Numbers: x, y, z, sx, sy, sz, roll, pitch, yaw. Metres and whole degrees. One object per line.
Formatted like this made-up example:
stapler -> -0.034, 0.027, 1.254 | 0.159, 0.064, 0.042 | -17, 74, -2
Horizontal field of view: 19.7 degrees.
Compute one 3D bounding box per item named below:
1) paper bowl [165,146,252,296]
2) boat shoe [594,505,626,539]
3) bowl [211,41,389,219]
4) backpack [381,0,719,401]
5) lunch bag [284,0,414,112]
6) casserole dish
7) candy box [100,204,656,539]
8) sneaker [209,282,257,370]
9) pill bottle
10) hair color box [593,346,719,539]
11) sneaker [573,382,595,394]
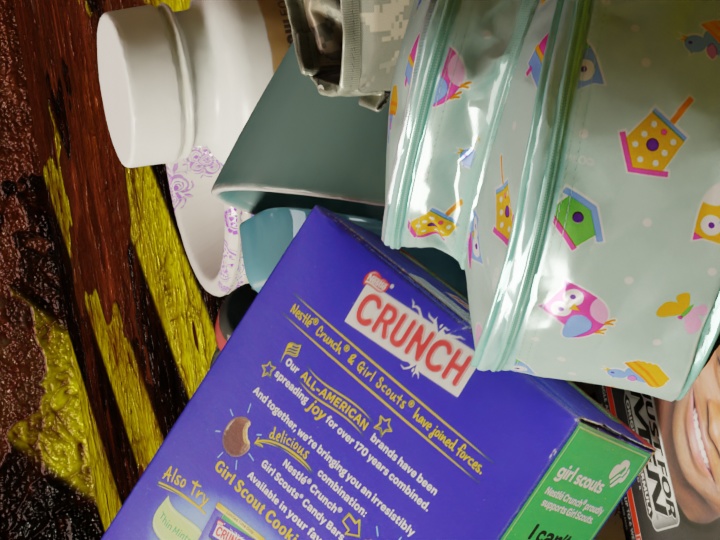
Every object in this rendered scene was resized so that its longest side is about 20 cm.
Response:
paper bowl -> -0.074, -0.087, 1.501 | 0.201, 0.103, 0.203 | 172, 90, -74
boat shoe -> 0.113, 0.103, 1.032 | 0.070, 0.070, 0.200 | -63, 8, 2
bowl -> 0.033, -0.069, 1.029 | 0.201, 0.199, 0.106 | 172, 109, -74
backpack -> 0.086, -0.057, 0.759 | 0.201, 0.152, 0.177 | -87, 7, -49
lunch bag -> 0.044, -0.179, 0.919 | 0.117, 0.163, 0.202 | -161, 63, -66
casserole dish -> 0.000, 0.000, 1.058 | 0.200, 0.120, 0.039 | 164, 115, -78
candy box -> -0.001, 0.103, 0.890 | 0.169, 0.077, 0.201 | 39, 100, 34
sneaker -> 0.002, 0.079, 1.164 | 0.071, 0.199, 0.098 | -81, 16, -49
pill bottle -> -0.047, -0.119, 1.208 | 0.114, 0.198, 0.116 | 170, 90, -74
hair color box -> 0.160, 0.062, 0.834 | 0.200, 0.061, 0.102 | 137, 124, -70
sneaker -> 0.103, 0.035, 1.006 | 0.200, 0.080, 0.077 | 68, -158, -78
